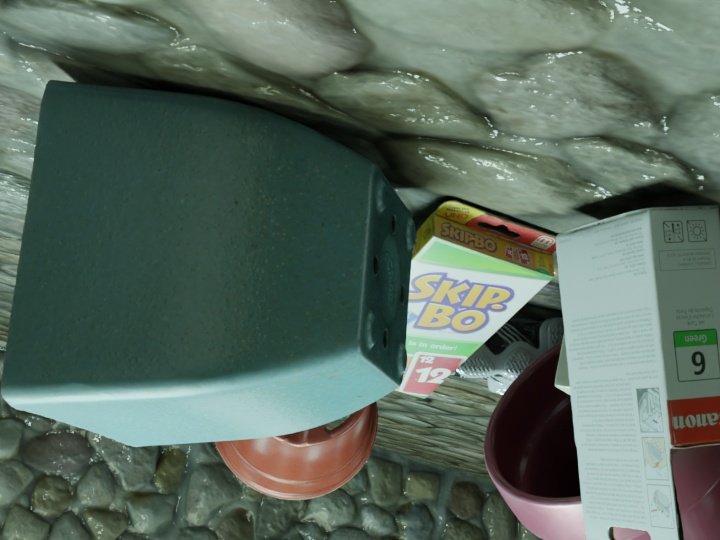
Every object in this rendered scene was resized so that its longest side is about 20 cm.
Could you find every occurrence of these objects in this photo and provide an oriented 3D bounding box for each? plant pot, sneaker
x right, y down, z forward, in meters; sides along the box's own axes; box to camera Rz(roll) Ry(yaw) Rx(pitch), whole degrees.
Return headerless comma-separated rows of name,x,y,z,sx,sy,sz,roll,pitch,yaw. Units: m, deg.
plant pot,0.223,0.166,1.041,0.200,0.200,0.179,0,133,48
plant pot,-0.075,0.004,0.815,0.200,0.197,0.196,0,165,15
sneaker,0.111,0.069,1.162,0.200,0.075,0.115,12,166,-7
plant pot,-0.068,0.142,1.484,0.200,0.201,0.195,14,160,-2

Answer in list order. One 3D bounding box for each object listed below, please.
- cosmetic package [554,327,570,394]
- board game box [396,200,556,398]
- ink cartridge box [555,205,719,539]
cosmetic package,0.235,0.046,0.842,0.200,0.105,0.071,4,166,34
board game box,0.053,0.025,0.937,0.095,0.030,0.200,17,138,-20
ink cartridge box,0.169,0.068,0.772,0.050,0.200,0.109,-3,175,-21
